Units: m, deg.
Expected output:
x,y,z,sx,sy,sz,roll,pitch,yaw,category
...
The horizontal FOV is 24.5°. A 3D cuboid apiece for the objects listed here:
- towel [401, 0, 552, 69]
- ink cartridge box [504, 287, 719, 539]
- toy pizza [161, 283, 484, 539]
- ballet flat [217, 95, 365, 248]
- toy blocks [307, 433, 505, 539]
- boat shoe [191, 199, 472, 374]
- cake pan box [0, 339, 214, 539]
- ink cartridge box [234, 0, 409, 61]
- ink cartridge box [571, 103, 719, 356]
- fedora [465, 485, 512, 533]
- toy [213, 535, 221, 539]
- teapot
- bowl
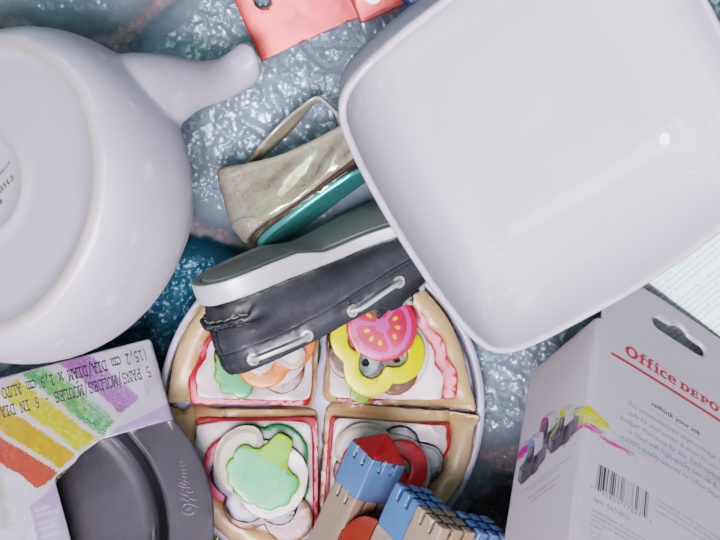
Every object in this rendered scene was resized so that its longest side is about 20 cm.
x,y,z,sx,sy,sz,roll,pitch,yaw,category
0.042,-0.218,0.900,0.199,0.024,0.145,33,102,-6,towel
0.149,0.110,0.911,0.115,0.201,0.068,32,134,-16,ink cartridge box
-0.023,0.082,0.996,0.198,0.032,0.203,0,89,-3,toy pizza
0.002,-0.085,0.966,0.199,0.067,0.063,-30,78,7,ballet flat
0.027,0.182,0.914,0.099,0.200,0.138,16,104,-36,toy blocks
0.000,0.000,0.962,0.198,0.076,0.061,-20,105,-13,boat shoe
-0.182,0.152,0.944,0.198,0.052,0.186,-13,78,-13,cake pan box
0.010,-0.205,0.942,0.198,0.050,0.110,-24,101,7,ink cartridge box
0.234,-0.046,0.973,0.200,0.045,0.177,-39,99,10,ink cartridge box
0.090,0.204,0.998,0.091,0.200,0.202,25,105,27,fedora
-0.049,0.182,1.037,0.115,0.047,0.201,-31,100,7,toy
-0.169,-0.034,0.949,0.198,0.146,0.200,-1,83,29,teapot
0.099,-0.081,0.887,0.199,0.075,0.200,-31,116,4,bowl
